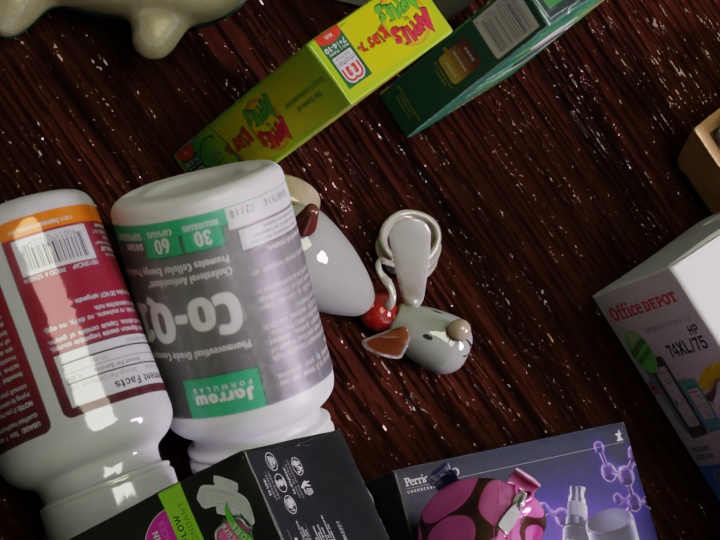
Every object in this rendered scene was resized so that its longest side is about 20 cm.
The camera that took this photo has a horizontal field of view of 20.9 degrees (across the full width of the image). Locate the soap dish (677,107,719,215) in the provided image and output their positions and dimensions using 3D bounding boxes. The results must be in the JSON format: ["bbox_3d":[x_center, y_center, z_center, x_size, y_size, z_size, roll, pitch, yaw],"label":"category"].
[{"bbox_3d":[0.357,-0.061,1.574,0.157,0.081,0.200,-36,94,-34],"label":"soap dish"}]

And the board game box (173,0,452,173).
[{"bbox_3d":[-0.035,-0.115,1.287,0.102,0.200,0.048,-38,94,-34],"label":"board game box"}]

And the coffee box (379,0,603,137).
[{"bbox_3d":[0.108,-0.172,1.394,0.123,0.200,0.044,-34,89,-33],"label":"coffee box"}]

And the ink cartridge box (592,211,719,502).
[{"bbox_3d":[0.302,0.055,1.444,0.146,0.147,0.200,-32,90,-18],"label":"ink cartridge box"}]

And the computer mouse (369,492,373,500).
[{"bbox_3d":[-0.050,0.214,1.248,0.109,0.044,0.200,21,54,15],"label":"computer mouse"}]

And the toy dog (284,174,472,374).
[{"bbox_3d":[0.000,0.000,1.330,0.200,0.096,0.132,8,70,-28],"label":"toy dog"}]

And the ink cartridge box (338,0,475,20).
[{"bbox_3d":[0.017,-0.298,1.454,0.145,0.083,0.200,9,69,-28],"label":"ink cartridge box"}]

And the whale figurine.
[{"bbox_3d":[-0.162,-0.212,1.325,0.200,0.104,0.159,-19,84,-10],"label":"whale figurine"}]

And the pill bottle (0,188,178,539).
[{"bbox_3d":[-0.183,0.061,1.191,0.113,0.113,0.200,-17,82,-34],"label":"pill bottle"}]

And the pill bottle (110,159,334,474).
[{"bbox_3d":[-0.080,0.039,1.234,0.113,0.113,0.200,-22,104,-34],"label":"pill bottle"}]

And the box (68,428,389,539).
[{"bbox_3d":[-0.087,0.200,1.107,0.124,0.200,0.149,-3,67,-64],"label":"box"}]

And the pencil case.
[{"bbox_3d":[0.068,0.214,1.170,0.091,0.094,0.200,34,37,-22],"label":"pencil case"}]

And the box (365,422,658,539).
[{"bbox_3d":[0.103,0.193,1.337,0.200,0.079,0.141,-9,75,-32],"label":"box"}]
